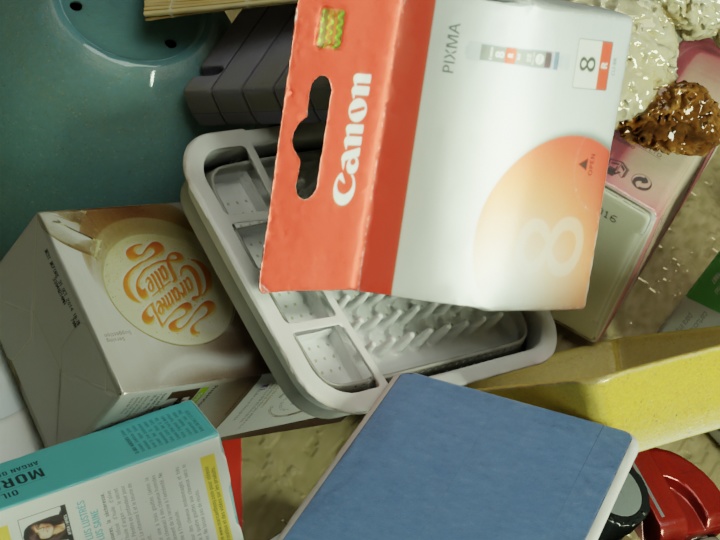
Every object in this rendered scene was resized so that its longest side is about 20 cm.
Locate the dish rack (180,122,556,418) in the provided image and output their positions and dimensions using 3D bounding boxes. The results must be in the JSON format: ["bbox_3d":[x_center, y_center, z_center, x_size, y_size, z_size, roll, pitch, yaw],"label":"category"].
[{"bbox_3d":[0.000,0.000,1.154,0.199,0.044,0.172,-12,64,-44],"label":"dish rack"}]

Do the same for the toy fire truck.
[{"bbox_3d":[0.203,0.172,1.184,0.199,0.129,0.177,-6,57,-39],"label":"toy fire truck"}]

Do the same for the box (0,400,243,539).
[{"bbox_3d":[-0.159,0.137,1.045,0.199,0.083,0.049,-18,24,-16],"label":"box"}]

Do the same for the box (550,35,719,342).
[{"bbox_3d":[0.155,-0.079,1.321,0.109,0.128,0.200,29,51,10],"label":"box"}]

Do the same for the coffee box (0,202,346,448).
[{"bbox_3d":[-0.086,0.029,1.155,0.199,0.080,0.115,-5,59,-42],"label":"coffee box"}]

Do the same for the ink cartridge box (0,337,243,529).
[{"bbox_3d":[-0.155,0.087,1.136,0.199,0.047,0.161,7,53,-14],"label":"ink cartridge box"}]

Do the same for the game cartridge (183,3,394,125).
[{"bbox_3d":[0.002,-0.152,1.186,0.129,0.039,0.200,5,46,31],"label":"game cartridge"}]

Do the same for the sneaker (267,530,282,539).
[{"bbox_3d":[-0.035,0.175,1.068,0.200,0.115,0.076,-28,104,-35],"label":"sneaker"}]

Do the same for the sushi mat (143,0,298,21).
[{"bbox_3d":[-0.018,-0.173,1.163,0.199,0.012,0.096,-5,44,10],"label":"sushi mat"}]

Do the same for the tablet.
[{"bbox_3d":[0.046,0.107,0.992,0.129,0.014,0.200,15,27,14],"label":"tablet"}]

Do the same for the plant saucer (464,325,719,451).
[{"bbox_3d":[0.138,0.069,1.185,0.199,0.200,0.049,-12,91,-36],"label":"plant saucer"}]

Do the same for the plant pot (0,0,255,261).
[{"bbox_3d":[-0.144,-0.109,1.225,0.199,0.135,0.201,11,53,-14],"label":"plant pot"}]

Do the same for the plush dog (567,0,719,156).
[{"bbox_3d":[0.145,-0.155,1.218,0.199,0.161,0.172,23,76,11],"label":"plush dog"}]

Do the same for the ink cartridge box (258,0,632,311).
[{"bbox_3d":[0.048,-0.062,1.100,0.199,0.163,0.050,-1,14,-43],"label":"ink cartridge box"}]

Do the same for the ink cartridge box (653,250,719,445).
[{"bbox_3d":[0.281,0.069,1.260,0.084,0.146,0.200,-29,70,-35],"label":"ink cartridge box"}]
